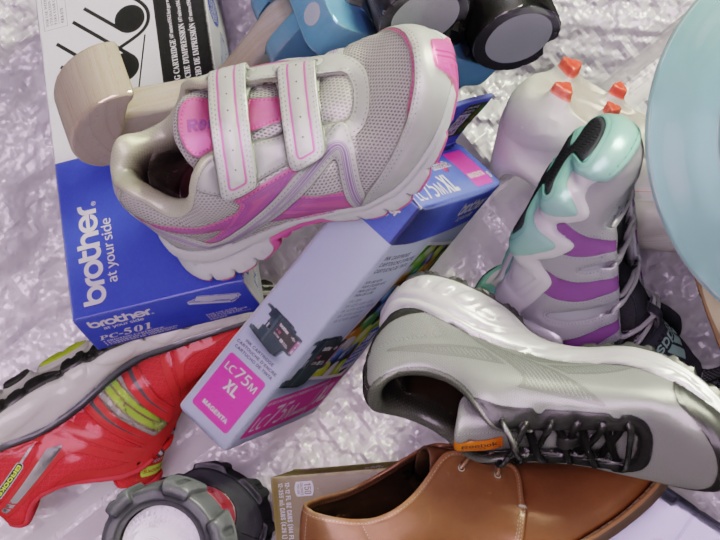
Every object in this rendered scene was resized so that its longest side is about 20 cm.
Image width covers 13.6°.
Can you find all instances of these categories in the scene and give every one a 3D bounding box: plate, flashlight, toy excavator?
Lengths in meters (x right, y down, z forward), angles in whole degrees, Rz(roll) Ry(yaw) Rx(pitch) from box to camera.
[{"bbox_3d":[0.236,-0.063,1.457,0.199,0.026,0.201,0,88,-11],"label":"plate"},{"bbox_3d":[-0.081,0.131,1.521,0.068,0.200,0.068,-18,87,9],"label":"flashlight"},{"bbox_3d":[-0.029,-0.113,1.510,0.200,0.194,0.100,-47,50,33],"label":"toy excavator"}]

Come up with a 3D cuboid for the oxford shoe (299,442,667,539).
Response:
[{"bbox_3d":[0.064,0.115,1.513,0.199,0.071,0.072,-18,110,-16],"label":"oxford shoe"}]

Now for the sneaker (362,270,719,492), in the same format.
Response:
[{"bbox_3d":[0.093,0.072,1.484,0.199,0.079,0.074,18,138,14],"label":"sneaker"}]

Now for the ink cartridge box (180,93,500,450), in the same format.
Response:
[{"bbox_3d":[0.000,0.000,1.527,0.042,0.119,0.200,41,110,12],"label":"ink cartridge box"}]

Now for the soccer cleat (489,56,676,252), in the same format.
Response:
[{"bbox_3d":[0.161,-0.036,1.556,0.199,0.069,0.078,29,122,3],"label":"soccer cleat"}]

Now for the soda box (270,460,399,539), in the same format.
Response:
[{"bbox_3d":[-0.002,0.202,1.577,0.067,0.064,0.201,-5,89,8],"label":"soda box"}]

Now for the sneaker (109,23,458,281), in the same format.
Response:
[{"bbox_3d":[-0.041,-0.060,1.437,0.200,0.088,0.082,-30,56,31],"label":"sneaker"}]

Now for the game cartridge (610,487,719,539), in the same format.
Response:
[{"bbox_3d":[0.187,0.211,1.560,0.200,0.041,0.133,35,92,8],"label":"game cartridge"}]

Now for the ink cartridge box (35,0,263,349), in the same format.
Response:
[{"bbox_3d":[-0.111,-0.066,1.571,0.094,0.044,0.201,-14,66,9],"label":"ink cartridge box"}]

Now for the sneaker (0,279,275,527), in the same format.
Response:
[{"bbox_3d":[-0.120,0.070,1.605,0.199,0.077,0.085,-29,105,9],"label":"sneaker"}]

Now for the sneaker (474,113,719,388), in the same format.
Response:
[{"bbox_3d":[0.136,0.014,1.519,0.140,0.200,0.078,31,51,1],"label":"sneaker"}]

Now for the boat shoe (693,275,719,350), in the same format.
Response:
[{"bbox_3d":[0.229,0.055,1.509,0.072,0.072,0.201,-17,107,18],"label":"boat shoe"}]
